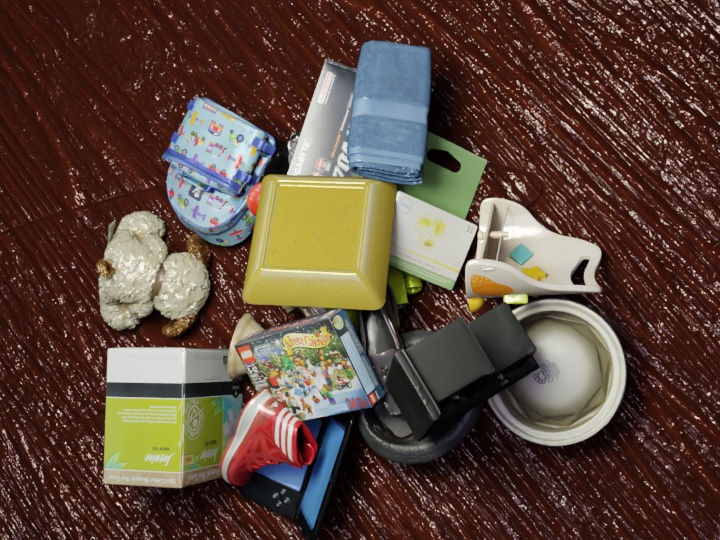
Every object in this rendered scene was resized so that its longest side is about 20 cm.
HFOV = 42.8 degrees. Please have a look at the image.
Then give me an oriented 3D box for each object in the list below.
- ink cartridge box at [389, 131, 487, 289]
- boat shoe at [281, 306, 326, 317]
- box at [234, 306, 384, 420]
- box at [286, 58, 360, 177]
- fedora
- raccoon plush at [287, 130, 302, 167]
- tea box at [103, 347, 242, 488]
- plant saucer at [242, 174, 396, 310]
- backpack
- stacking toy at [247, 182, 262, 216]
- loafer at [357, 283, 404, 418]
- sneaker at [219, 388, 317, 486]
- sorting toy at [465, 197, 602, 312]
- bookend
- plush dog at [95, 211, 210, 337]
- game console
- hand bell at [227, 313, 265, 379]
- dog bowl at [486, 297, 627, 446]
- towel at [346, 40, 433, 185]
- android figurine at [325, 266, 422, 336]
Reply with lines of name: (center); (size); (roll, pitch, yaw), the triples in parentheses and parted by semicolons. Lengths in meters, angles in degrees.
ink cartridge box: (0.104, -0.091, 1.336); (0.145, 0.048, 0.202); (21, 92, -26)
boat shoe: (-0.091, 0.041, 1.413); (0.066, 0.074, 0.200); (-45, 73, 3)
box: (-0.075, 0.139, 1.296); (0.199, 0.038, 0.137); (-18, 102, 40)
box: (-0.010, -0.187, 1.348); (0.158, 0.046, 0.202); (20, 92, -2)
fedora: (0.092, 0.183, 1.324); (0.199, 0.091, 0.203); (-5, 77, 23)
raccoon plush: (-0.034, -0.143, 1.415); (0.133, 0.097, 0.202); (-5, 92, 9)
tea box: (-0.276, 0.216, 1.387); (0.132, 0.200, 0.199); (-1, 85, 18)
plant saucer: (-0.058, -0.051, 1.255); (0.198, 0.049, 0.202); (2, 67, 10)
backpack: (-0.225, -0.148, 1.446); (0.182, 0.134, 0.201); (33, 96, 18)
stacking toy: (-0.090, -0.053, 1.324); (0.200, 0.085, 0.086); (42, 97, 17)
loafer: (0.027, 0.107, 1.281); (0.071, 0.063, 0.202); (-19, 72, 19)
sneaker: (-0.133, 0.273, 1.336); (0.115, 0.078, 0.201); (34, 135, 16)
sorting toy: (0.243, -0.007, 1.270); (0.178, 0.200, 0.108); (5, 120, 12)
bookend: (0.140, 0.115, 1.159); (0.199, 0.199, 0.093); (-29, 76, -11)
plush dog: (-0.323, 0.011, 1.466); (0.170, 0.160, 0.202); (14, 88, -5)
game console: (-0.097, 0.275, 1.367); (0.175, 0.116, 0.202); (19, 89, 18)
hand bell: (-0.092, 0.138, 1.402); (0.198, 0.104, 0.105); (12, 88, 10)
dog bowl: (0.271, 0.141, 1.286); (0.198, 0.074, 0.202); (-2, 84, 17)
towel: (0.042, -0.220, 1.280); (0.111, 0.049, 0.202); (9, 71, -7)
android figurine: (0.000, 0.000, 1.371); (0.180, 0.041, 0.202); (-9, 73, -9)
